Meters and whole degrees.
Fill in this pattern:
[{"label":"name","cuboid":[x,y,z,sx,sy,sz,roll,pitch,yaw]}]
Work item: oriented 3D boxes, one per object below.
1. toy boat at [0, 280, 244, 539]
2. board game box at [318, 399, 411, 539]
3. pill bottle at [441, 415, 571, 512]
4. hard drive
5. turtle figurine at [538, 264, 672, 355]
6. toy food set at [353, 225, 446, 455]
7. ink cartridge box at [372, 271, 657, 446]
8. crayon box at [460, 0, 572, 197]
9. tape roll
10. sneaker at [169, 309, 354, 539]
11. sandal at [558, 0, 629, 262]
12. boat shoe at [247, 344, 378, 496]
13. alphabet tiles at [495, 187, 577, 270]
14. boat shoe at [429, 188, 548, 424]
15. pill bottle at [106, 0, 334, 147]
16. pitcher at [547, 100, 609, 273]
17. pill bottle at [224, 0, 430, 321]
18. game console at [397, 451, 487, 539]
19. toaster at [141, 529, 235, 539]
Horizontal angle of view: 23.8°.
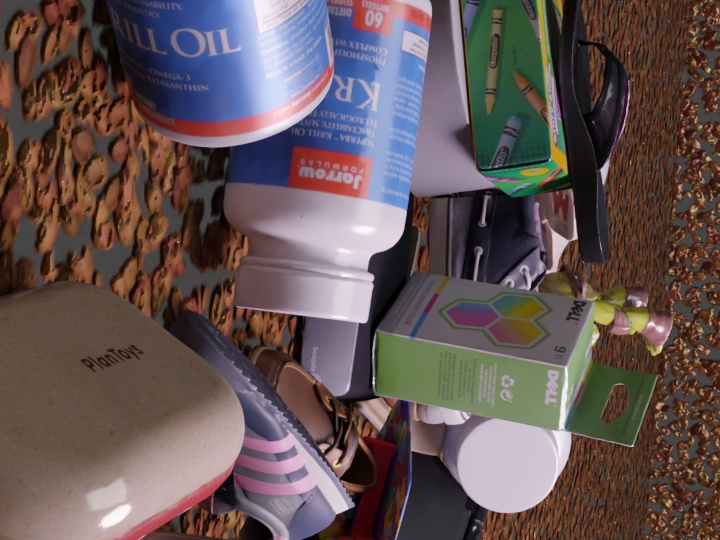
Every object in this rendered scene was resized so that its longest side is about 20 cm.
[{"label":"toy boat","cuboid":[-0.147,0.090,0.758,0.131,0.130,0.200,-57,169,16]},{"label":"board game box","cuboid":[-0.006,0.180,1.295,0.200,0.039,0.159,-87,-163,-60]},{"label":"pill bottle","cuboid":[0.132,0.143,1.563,0.200,0.119,0.120,-77,170,-75]},{"label":"hard drive","cuboid":[0.000,0.000,1.281,0.135,0.042,0.201,19,79,-73]},{"label":"turtle figurine","cuboid":[0.180,0.027,1.492,0.200,0.160,0.065,-158,-102,-67]},{"label":"toy food set","cuboid":[0.050,0.063,1.439,0.200,0.060,0.144,56,44,-66]},{"label":"ink cartridge box","cuboid":[0.118,0.062,1.278,0.104,0.199,0.060,-54,150,-57]},{"label":"crayon box","cuboid":[0.118,-0.165,1.279,0.119,0.058,0.201,22,63,-72]},{"label":"tape roll","cuboid":[0.063,-0.159,1.312,0.200,0.066,0.202,-7,90,-74]},{"label":"sneaker","cuboid":[-0.077,0.109,1.044,0.200,0.082,0.070,56,-3,-39]},{"label":"sandal","cuboid":[0.180,-0.107,1.280,0.075,0.048,0.202,-42,126,-71]},{"label":"boat shoe","cuboid":[-0.034,0.107,1.172,0.200,0.067,0.072,63,38,-61]},{"label":"alphabet tiles","cuboid":[0.127,-0.104,1.456,0.015,0.200,0.197,-19,124,-24]},{"label":"boat shoe","cuboid":[0.106,0.024,1.392,0.075,0.092,0.201,45,42,-69]},{"label":"pill bottle","cuboid":[-0.079,-0.170,0.843,0.113,0.112,0.201,-66,155,-43]},{"label":"pitcher","cuboid":[0.165,-0.074,1.694,0.171,0.121,0.201,-12,121,-56]},{"label":"pill bottle","cuboid":[-0.023,-0.073,1.036,0.112,0.112,0.201,13,83,-73]},{"label":"game console","cuboid":[0.032,0.278,1.539,0.176,0.116,0.200,-57,-173,48]},{"label":"toaster","cuboid":[-0.056,0.221,0.968,0.200,0.180,0.119,49,48,-69]}]
